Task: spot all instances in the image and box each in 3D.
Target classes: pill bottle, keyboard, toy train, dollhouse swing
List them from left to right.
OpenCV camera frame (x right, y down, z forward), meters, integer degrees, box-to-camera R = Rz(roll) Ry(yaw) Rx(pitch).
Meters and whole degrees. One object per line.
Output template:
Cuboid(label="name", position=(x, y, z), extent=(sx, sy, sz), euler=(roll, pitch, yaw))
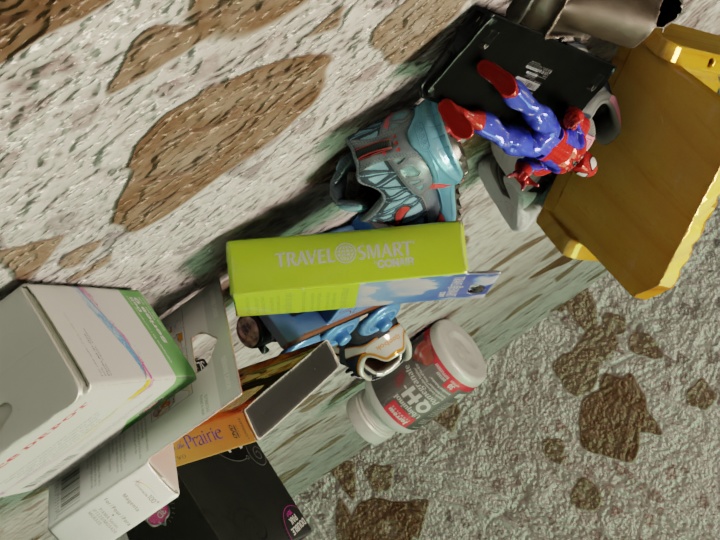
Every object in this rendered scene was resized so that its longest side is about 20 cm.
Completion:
Cuboid(label="toy train", position=(-0.020, 0.011, 1.412), extent=(0.200, 0.087, 0.114), euler=(-20, 155, -45))
Cuboid(label="pill bottle", position=(0.077, 0.169, 2.389), extent=(0.200, 0.111, 0.111), euler=(-38, 169, 24))
Cuboid(label="keyboard", position=(0.115, -0.152, 1.145), extent=(0.104, 0.040, 0.200), euler=(-48, 153, 20))
Cuboid(label="dollhouse swing", position=(0.272, -0.081, 1.363), extent=(0.181, 0.176, 0.200), euler=(4, 118, -43))

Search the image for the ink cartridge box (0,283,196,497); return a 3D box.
Cuboid(label="ink cartridge box", position=(-0.218, 0.083, 1.098), extent=(0.145, 0.088, 0.200), euler=(-36, 172, 10))

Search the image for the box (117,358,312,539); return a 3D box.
Cuboid(label="box", position=(-0.169, 0.204, 1.508), extent=(0.124, 0.200, 0.148), euler=(-37, 169, 24))

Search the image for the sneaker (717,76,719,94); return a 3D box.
Cuboid(label="sneaker", position=(0.402, -0.204, 1.732), extent=(0.099, 0.078, 0.200), euler=(-35, 172, -8))

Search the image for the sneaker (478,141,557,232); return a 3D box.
Cuboid(label="sneaker", position=(0.175, -0.102, 1.480), extent=(0.114, 0.076, 0.200), euler=(-29, 167, -8))

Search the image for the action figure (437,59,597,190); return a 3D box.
Cuboid(label="action figure", position=(0.125, -0.095, 1.159), extent=(0.065, 0.052, 0.200), euler=(-49, 154, 14))

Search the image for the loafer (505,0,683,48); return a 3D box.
Cuboid(label="loafer", position=(0.160, -0.180, 1.039), extent=(0.200, 0.071, 0.073), euler=(-26, 150, -56))

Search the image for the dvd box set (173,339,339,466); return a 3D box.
Cuboid(label="dvd box set", position=(-0.130, 0.120, 1.321), extent=(0.200, 0.029, 0.146), euler=(-20, -170, 32))

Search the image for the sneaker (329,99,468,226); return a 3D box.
Cuboid(label="sneaker", position=(0.021, -0.073, 1.209), extent=(0.095, 0.079, 0.200), euler=(-15, 164, -4))

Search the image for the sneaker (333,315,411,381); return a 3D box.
Cuboid(label="sneaker", position=(0.008, 0.091, 1.896), extent=(0.078, 0.080, 0.200), euler=(-32, 172, -11))

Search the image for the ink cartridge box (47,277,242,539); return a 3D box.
Cuboid(label="ink cartridge box", position=(-0.158, 0.108, 1.240), extent=(0.173, 0.044, 0.200), euler=(-34, -154, 6))

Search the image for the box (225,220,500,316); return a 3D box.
Cuboid(label="box", position=(0.000, 0.000, 1.253), extent=(0.199, 0.048, 0.122), euler=(-5, 171, -3))

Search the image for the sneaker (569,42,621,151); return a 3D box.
Cuboid(label="sneaker", position=(0.144, -0.124, 1.260), extent=(0.070, 0.082, 0.200), euler=(-40, 168, 37))
